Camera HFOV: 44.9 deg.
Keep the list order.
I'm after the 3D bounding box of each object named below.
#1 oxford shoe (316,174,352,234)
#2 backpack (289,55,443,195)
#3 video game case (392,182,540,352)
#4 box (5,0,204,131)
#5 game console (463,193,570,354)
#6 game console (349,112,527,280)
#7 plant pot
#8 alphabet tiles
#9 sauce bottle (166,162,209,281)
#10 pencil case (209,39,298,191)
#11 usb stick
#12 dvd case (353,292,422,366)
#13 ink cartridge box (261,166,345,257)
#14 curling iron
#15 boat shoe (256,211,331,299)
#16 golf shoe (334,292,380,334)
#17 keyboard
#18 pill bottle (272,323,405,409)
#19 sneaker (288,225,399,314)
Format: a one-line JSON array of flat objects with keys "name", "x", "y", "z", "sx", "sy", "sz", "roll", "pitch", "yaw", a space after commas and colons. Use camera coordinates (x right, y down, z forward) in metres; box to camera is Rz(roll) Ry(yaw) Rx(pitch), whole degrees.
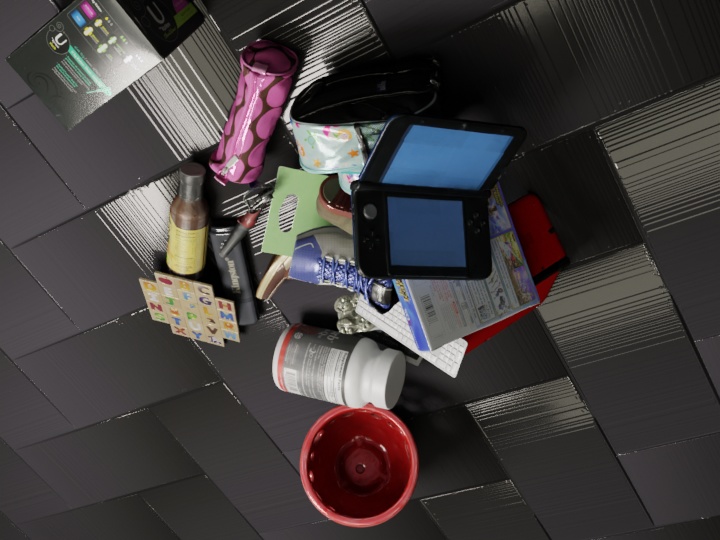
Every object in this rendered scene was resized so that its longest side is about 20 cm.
[{"name": "oxford shoe", "x": 0.032, "y": -0.071, "z": 1.215, "sx": 0.198, "sy": 0.071, "sz": 0.075, "roll": 24, "pitch": 155, "yaw": -4}, {"name": "backpack", "x": 0.011, "y": -0.188, "z": 1.135, "sx": 0.198, "sy": 0.178, "sz": 0.152, "roll": -3, "pitch": 124, "yaw": 8}, {"name": "video game case", "x": 0.124, "y": -0.019, "z": 1.145, "sx": 0.045, "sy": 0.180, "sz": 0.202, "roll": -14, "pitch": 96, "yaw": 67}, {"name": "box", "x": -0.336, "y": -0.307, "z": 1.156, "sx": 0.199, "sy": 0.149, "sz": 0.125, "roll": -26, "pitch": 115, "yaw": 29}, {"name": "game console", "x": 0.189, "y": 0.012, "z": 1.257, "sx": 0.174, "sy": 0.199, "sz": 0.119, "roll": 62, "pitch": 157, "yaw": -5}, {"name": "game console", "x": 0.099, "y": -0.081, "z": 1.043, "sx": 0.198, "sy": 0.173, "sz": 0.118, "roll": 1, "pitch": 171, "yaw": -28}, {"name": "plant pot", "x": 0.003, "y": 0.336, "z": 1.497, "sx": 0.198, "sy": 0.203, "sz": 0.183, "roll": 11, "pitch": 165, "yaw": 7}, {"name": "alphabet tiles", "x": -0.286, "y": 0.068, "z": 1.471, "sx": 0.165, "sy": 0.006, "sz": 0.201, "roll": 14, "pitch": 147, "yaw": 7}, {"name": "sauce bottle", "x": -0.269, "y": -0.076, "z": 1.367, "sx": 0.064, "sy": 0.065, "sz": 0.201, "roll": 16, "pitch": 127, "yaw": 3}, {"name": "pencil case", "x": -0.151, "y": -0.215, "z": 1.210, "sx": 0.090, "sy": 0.094, "sz": 0.201, "roll": 32, "pitch": 127, "yaw": 12}, {"name": "usb stick", "x": -0.206, "y": 0.008, "z": 1.431, "sx": 0.055, "sy": 0.033, "sz": 0.202, "roll": 3, "pitch": 126, "yaw": 14}, {"name": "dvd case", "x": 0.066, "y": 0.055, "z": 1.401, "sx": 0.149, "sy": 0.025, "sz": 0.201, "roll": 24, "pitch": 128, "yaw": -3}, {"name": "ink cartridge box", "x": -0.035, "y": -0.063, "z": 1.277, "sx": 0.198, "sy": 0.048, "sz": 0.147, "roll": 9, "pitch": 117, "yaw": -14}, {"name": "curling iron", "x": -0.177, "y": -0.073, "z": 1.305, "sx": 0.026, "sy": 0.049, "sz": 0.200, "roll": 61, "pitch": 144, "yaw": 11}, {"name": "boat shoe", "x": -0.096, "y": -0.016, "z": 1.363, "sx": 0.072, "sy": 0.072, "sz": 0.200, "roll": 32, "pitch": 121, "yaw": -10}, {"name": "golf shoe", "x": 0.063, "y": 0.059, "z": 1.341, "sx": 0.198, "sy": 0.097, "sz": 0.079, "roll": 1, "pitch": 90, "yaw": 21}, {"name": "keyboard", "x": 0.070, "y": 0.080, "z": 1.249, "sx": 0.199, "sy": 0.011, "sz": 0.057, "roll": 32, "pitch": 108, "yaw": 35}, {"name": "pill bottle", "x": -0.034, "y": 0.160, "z": 1.426, "sx": 0.198, "sy": 0.116, "sz": 0.117, "roll": 10, "pitch": 129, "yaw": 21}, {"name": "sneaker", "x": 0.001, "y": 0.000, "z": 1.223, "sx": 0.197, "sy": 0.115, "sz": 0.081, "roll": 4, "pitch": 117, "yaw": -10}]
